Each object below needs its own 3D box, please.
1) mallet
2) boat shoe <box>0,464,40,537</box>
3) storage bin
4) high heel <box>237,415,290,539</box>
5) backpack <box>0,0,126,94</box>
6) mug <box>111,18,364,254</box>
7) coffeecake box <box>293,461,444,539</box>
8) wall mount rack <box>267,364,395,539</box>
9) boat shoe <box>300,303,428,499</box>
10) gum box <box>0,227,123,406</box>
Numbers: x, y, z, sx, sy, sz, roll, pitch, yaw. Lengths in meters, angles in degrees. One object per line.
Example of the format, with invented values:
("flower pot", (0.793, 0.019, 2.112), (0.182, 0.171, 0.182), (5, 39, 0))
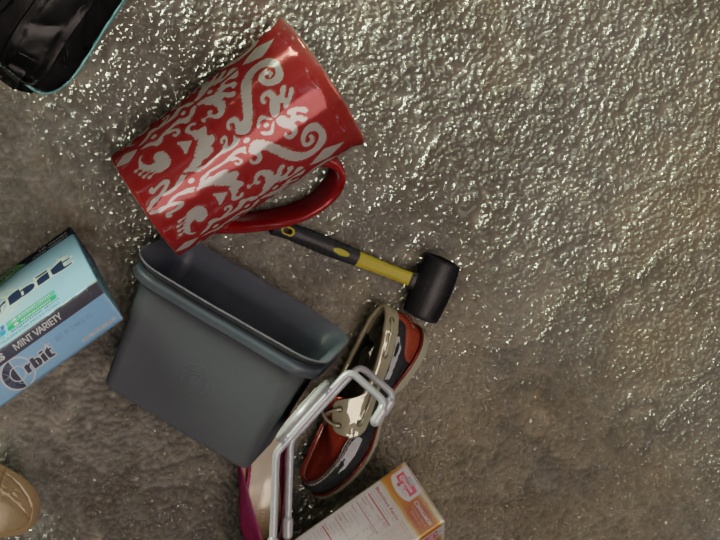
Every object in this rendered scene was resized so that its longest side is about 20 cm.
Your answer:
("mallet", (0.000, 0.000, 1.442), (0.198, 0.041, 0.067), (14, 97, -17))
("boat shoe", (-0.394, 0.199, 1.346), (0.198, 0.065, 0.073), (12, 80, -19))
("storage bin", (-0.131, 0.077, 1.357), (0.199, 0.146, 0.135), (31, 106, 6))
("high heel", (-0.094, 0.171, 1.421), (0.066, 0.096, 0.203), (4, 104, -19))
("backpack", (-0.267, -0.273, 1.210), (0.175, 0.154, 0.200), (36, 101, -26))
("mug", (-0.103, -0.097, 1.328), (0.199, 0.133, 0.178), (-35, 107, -3))
("coffeecake box", (-0.016, 0.286, 1.444), (0.199, 0.154, 0.073), (-34, 73, -8))
("wall mount rack", (-0.042, 0.166, 1.329), (0.074, 0.200, 0.174), (41, 92, 4))
("boat shoe", (-0.006, 0.129, 1.449), (0.062, 0.071, 0.201), (34, 86, -42))
("gum box", (-0.297, 0.048, 1.262), (0.169, 0.200, 0.045), (-36, 112, -6))
